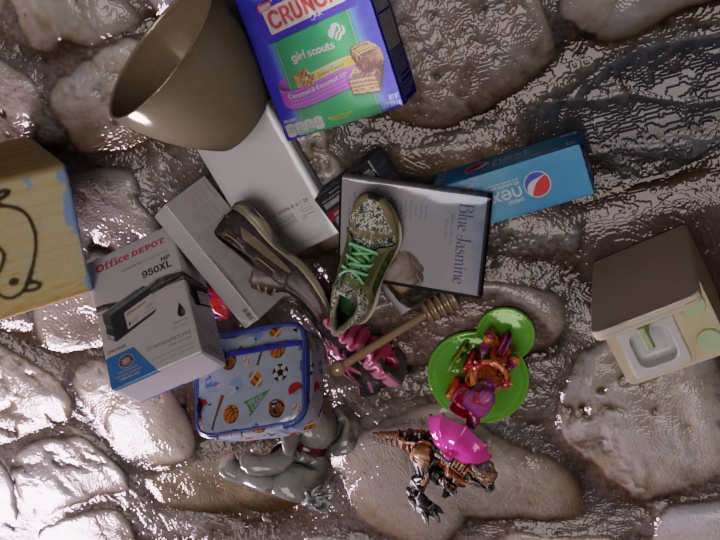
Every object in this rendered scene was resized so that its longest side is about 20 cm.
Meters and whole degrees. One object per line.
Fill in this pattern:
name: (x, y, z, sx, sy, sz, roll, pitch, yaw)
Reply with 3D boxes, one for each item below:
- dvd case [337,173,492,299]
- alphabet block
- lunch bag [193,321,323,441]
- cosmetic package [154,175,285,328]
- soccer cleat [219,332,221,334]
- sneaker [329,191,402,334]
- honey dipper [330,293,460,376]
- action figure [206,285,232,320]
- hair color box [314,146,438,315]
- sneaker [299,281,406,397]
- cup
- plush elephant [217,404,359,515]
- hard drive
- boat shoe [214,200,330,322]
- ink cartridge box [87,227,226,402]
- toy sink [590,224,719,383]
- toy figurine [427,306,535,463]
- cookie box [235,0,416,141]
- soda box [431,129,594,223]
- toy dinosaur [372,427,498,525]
dvd case: (0.067, -0.044, 1.170, 0.197, 0.018, 0.145, 9, 117, 13)
alphabet block: (-0.510, -0.055, 1.251, 0.196, 0.198, 0.198, 27, 130, 51)
lunch bag: (-0.148, 0.154, 1.277, 0.197, 0.075, 0.163, -10, 71, 23)
cosmetic package: (-0.190, -0.025, 1.270, 0.201, 0.082, 0.050, 52, 144, -5)
soccer cleat: (-0.255, 0.118, 1.390, 0.197, 0.067, 0.078, 21, 88, 11)
sneaker: (0.000, 0.000, 1.151, 0.076, 0.089, 0.203, 17, 120, 10)
honey dipper: (0.044, 0.087, 1.251, 0.198, 0.038, 0.038, -30, 106, -2)
action figure: (-0.257, 0.047, 1.357, 0.196, 0.052, 0.066, -5, 119, 13)
hair color box: (0.040, -0.052, 1.221, 0.098, 0.061, 0.201, -31, 104, 26)
sneaker: (-0.027, 0.107, 1.313, 0.200, 0.079, 0.095, 48, 129, -8)
cup: (-0.200, -0.233, 1.146, 0.199, 0.202, 0.143, -34, 127, 26)
plush elephant: (-0.093, 0.263, 1.365, 0.164, 0.157, 0.198, 24, 167, -40)
hard drive: (-0.126, -0.118, 1.255, 0.131, 0.027, 0.202, -23, 107, 24)
boat shoe: (-0.121, 0.000, 1.233, 0.073, 0.075, 0.200, -41, 83, -12)
ink cartridge box: (-0.289, 0.060, 1.277, 0.143, 0.084, 0.202, -23, 66, 8)
toy sink: (0.362, 0.052, 1.101, 0.129, 0.200, 0.113, -25, 106, 23)
toy figurine: (0.160, 0.171, 1.222, 0.149, 0.184, 0.202, 30, 118, 0)
cookie box: (-0.043, -0.286, 1.126, 0.169, 0.075, 0.203, -13, 110, 21)
soda box: (0.191, -0.109, 1.150, 0.197, 0.064, 0.069, -16, 110, 22)
toy dinosaur: (0.111, 0.279, 1.335, 0.200, 0.101, 0.138, 38, 142, 45)
